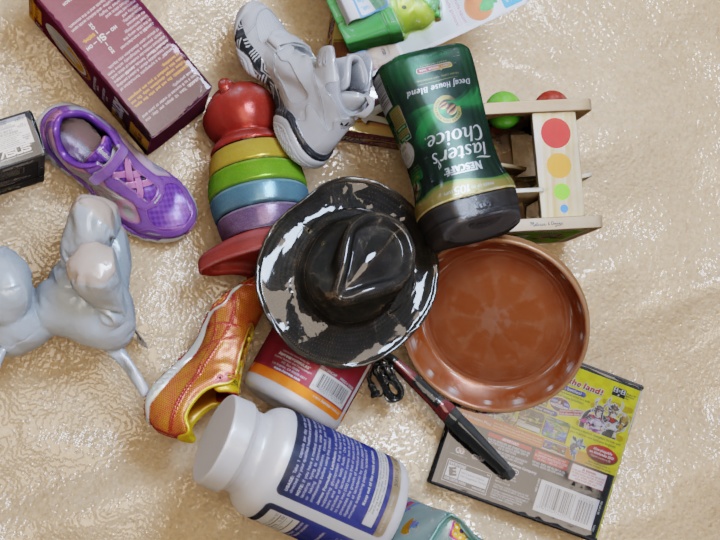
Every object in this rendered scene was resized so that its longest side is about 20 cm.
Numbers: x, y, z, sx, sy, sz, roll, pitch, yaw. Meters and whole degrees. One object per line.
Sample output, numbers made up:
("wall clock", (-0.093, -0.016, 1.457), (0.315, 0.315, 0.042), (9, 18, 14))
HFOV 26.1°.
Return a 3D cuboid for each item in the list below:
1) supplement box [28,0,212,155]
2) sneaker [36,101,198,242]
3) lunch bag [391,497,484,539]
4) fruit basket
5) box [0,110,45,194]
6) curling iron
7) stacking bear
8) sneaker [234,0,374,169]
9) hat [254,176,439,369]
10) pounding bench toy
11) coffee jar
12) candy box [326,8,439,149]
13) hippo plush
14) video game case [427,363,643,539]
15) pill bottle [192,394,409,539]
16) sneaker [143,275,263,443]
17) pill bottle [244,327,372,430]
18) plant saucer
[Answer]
("supplement box", (-0.252, -0.229, 1.623), (0.086, 0.110, 0.200), (-40, 92, -12))
("sneaker", (-0.255, -0.104, 1.621), (0.200, 0.088, 0.081), (39, 77, -6))
("lunch bag", (0.045, 0.344, 1.587), (0.122, 0.170, 0.201), (36, 78, -17))
("fruit basket", (0.050, -0.323, 1.633), (0.199, 0.094, 0.186), (-24, 88, 9))
("box", (-0.415, -0.093, 1.550), (0.199, 0.158, 0.049), (-20, 89, -13))
("curling iron", (0.087, 0.160, 1.672), (0.200, 0.026, 0.050), (37, 101, -6))
("stacking bear", (-0.115, -0.103, 1.639), (0.121, 0.113, 0.201), (8, 65, -50))
("sneaker", (-0.054, -0.216, 1.615), (0.075, 0.115, 0.201), (2, 59, -51))
("hat", (0.000, 0.000, 1.546), (0.199, 0.081, 0.202), (2, 84, -20))
("pounding bench toy", (0.142, -0.110, 1.681), (0.199, 0.124, 0.157), (-4, 84, -11))
("coffee jar", (0.089, -0.123, 1.579), (0.104, 0.085, 0.201), (-14, 79, -18))
("candy box", (0.021, -0.239, 1.707), (0.116, 0.056, 0.201), (9, 80, -9))
("hippo plush", (-0.314, 0.019, 1.576), (0.160, 0.201, 0.160), (-10, 42, -2))
("video game case", (0.194, 0.180, 1.711), (0.199, 0.025, 0.182), (20, 81, -7))
("pill bottle", (-0.061, 0.207, 1.558), (0.199, 0.116, 0.116), (27, 79, -18))
("sneaker", (-0.143, 0.094, 1.615), (0.077, 0.073, 0.201), (27, 71, 18))
("pill bottle", (-0.029, 0.060, 1.635), (0.113, 0.113, 0.201), (31, 78, -6))
("plant saucer", (0.143, 0.055, 1.646), (0.199, 0.032, 0.202), (4, 112, 9))
